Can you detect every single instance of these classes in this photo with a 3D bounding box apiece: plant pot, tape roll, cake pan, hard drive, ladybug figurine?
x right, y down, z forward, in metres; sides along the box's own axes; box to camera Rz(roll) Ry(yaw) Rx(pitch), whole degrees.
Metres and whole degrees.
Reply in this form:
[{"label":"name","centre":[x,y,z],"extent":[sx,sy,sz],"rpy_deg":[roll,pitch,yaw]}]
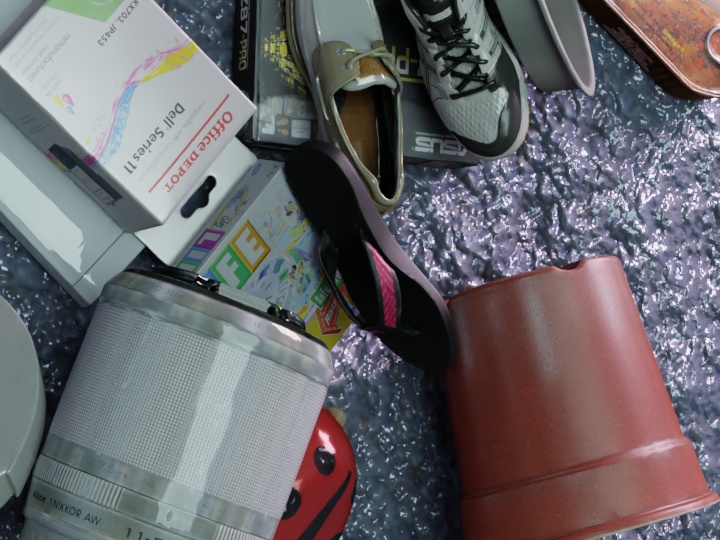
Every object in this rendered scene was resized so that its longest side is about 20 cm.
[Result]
[{"label":"plant pot","centre":[0.147,0.102,1.404],"extent":[0.199,0.200,0.197],"rpy_deg":[-11,82,-28]},{"label":"tape roll","centre":[-0.298,0.086,1.180],"extent":[0.201,0.037,0.204],"rpy_deg":[0,58,0]},{"label":"cake pan","centre":[0.130,-0.224,1.434],"extent":[0.036,0.200,0.202],"rpy_deg":[-19,96,16]},{"label":"hard drive","centre":[-0.216,-0.093,1.309],"extent":[0.200,0.027,0.132],"rpy_deg":[48,66,-16]},{"label":"ladybug figurine","centre":[-0.067,0.180,1.316],"extent":[0.201,0.072,0.136],"rpy_deg":[-56,137,-11]}]

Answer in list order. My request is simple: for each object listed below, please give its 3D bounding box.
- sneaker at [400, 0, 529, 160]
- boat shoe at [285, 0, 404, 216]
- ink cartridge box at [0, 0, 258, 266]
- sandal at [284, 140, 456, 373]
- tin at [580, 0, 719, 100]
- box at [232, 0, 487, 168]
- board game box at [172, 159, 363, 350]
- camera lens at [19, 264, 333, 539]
[{"label":"sneaker","centre":[0.062,-0.174,1.366],"extent":[0.202,0.075,0.088],"rpy_deg":[71,19,1]},{"label":"boat shoe","centre":[-0.002,-0.138,1.350],"extent":[0.074,0.068,0.202],"rpy_deg":[-13,93,-28]},{"label":"ink cartridge box","centre":[-0.155,-0.108,1.290],"extent":[0.200,0.067,0.117],"rpy_deg":[45,67,-19]},{"label":"sandal","centre":[0.000,0.000,1.337],"extent":[0.201,0.075,0.045],"rpy_deg":[57,46,-22]},{"label":"tin","centre":[0.255,-0.228,1.566],"extent":[0.200,0.042,0.112],"rpy_deg":[43,72,-18]},{"label":"box","centre":[0.001,-0.166,1.418],"extent":[0.198,0.049,0.163],"rpy_deg":[5,87,-28]},{"label":"board game box","centre":[-0.086,0.040,1.341],"extent":[0.200,0.034,0.135],"rpy_deg":[-53,126,-21]},{"label":"camera lens","centre":[-0.116,0.109,1.197],"extent":[0.159,0.160,0.202],"rpy_deg":[23,83,-24]}]
